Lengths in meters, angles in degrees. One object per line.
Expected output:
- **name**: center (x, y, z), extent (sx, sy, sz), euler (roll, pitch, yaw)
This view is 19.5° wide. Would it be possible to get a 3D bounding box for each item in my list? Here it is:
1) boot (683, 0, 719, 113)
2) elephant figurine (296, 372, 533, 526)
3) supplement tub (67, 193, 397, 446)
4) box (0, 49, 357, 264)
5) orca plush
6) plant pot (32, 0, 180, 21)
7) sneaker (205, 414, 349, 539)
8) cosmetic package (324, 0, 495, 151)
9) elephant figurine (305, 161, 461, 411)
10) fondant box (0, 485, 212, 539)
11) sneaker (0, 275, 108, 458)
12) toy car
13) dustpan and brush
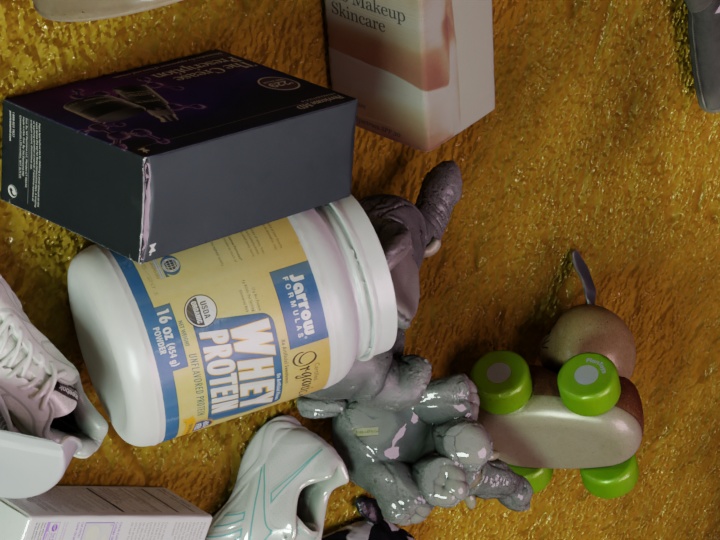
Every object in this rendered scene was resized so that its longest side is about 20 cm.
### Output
- **boot**: center (0.363, -0.267, 1.969), extent (0.182, 0.073, 0.200), euler (-42, 134, -7)
- **elephant figurine**: center (0.052, 0.157, 1.793), extent (0.141, 0.155, 0.200), euler (-26, 169, 4)
- **supplement tub**: center (-0.089, 0.028, 1.459), extent (0.200, 0.145, 0.145), euler (-18, 127, -17)
- **box**: center (-0.120, -0.082, 1.408), extent (0.200, 0.141, 0.079), euler (-20, 126, -45)
- **orca plush**: center (0.002, 0.253, 1.821), extent (0.200, 0.071, 0.105), euler (35, 82, -54)
- **plant pot**: center (-0.133, -0.267, 1.269), extent (0.200, 0.200, 0.175), euler (-36, 117, -34)
- **sneaker**: center (-0.082, 0.218, 1.690), extent (0.070, 0.080, 0.200), euler (31, 87, -56)
- **cosmetic package**: center (0.035, -0.203, 1.567), extent (0.087, 0.103, 0.200), euler (-35, 133, -36)
- **elephant figurine**: center (0.000, 0.000, 1.628), extent (0.155, 0.141, 0.200), euler (-142, -115, -83)
- **fondant box**: center (-0.213, 0.236, 1.552), extent (0.200, 0.058, 0.144), euler (10, 103, -53)
- **sneaker**: center (-0.232, 0.059, 1.404), extent (0.075, 0.081, 0.200), euler (-51, 141, -15)
- **toy car**: center (0.192, 0.085, 1.948), extent (0.164, 0.158, 0.200), euler (71, 25, -49)
- **dustpan and brush**: center (-0.246, 0.121, 1.411), extent (0.200, 0.139, 0.057), euler (90, 14, -59)
